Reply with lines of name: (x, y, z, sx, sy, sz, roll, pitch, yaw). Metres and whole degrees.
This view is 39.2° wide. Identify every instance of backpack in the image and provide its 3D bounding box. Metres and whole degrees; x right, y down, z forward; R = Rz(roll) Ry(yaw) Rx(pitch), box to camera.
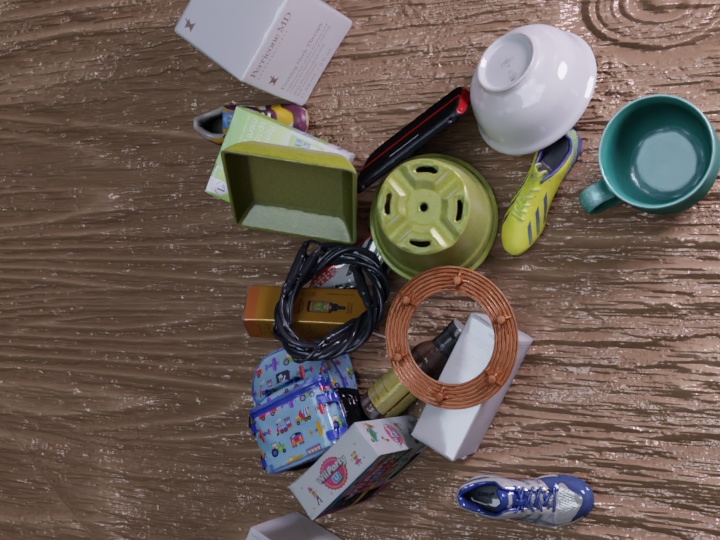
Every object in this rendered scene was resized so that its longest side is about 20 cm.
backpack: (-0.092, 0.203, 1.596, 0.181, 0.134, 0.203, -22, 75, 23)

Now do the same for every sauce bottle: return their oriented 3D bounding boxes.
sauce bottle: (0.087, 0.155, 1.547, 0.200, 0.065, 0.065, -43, 70, 17)

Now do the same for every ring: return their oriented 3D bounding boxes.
ring: (0.124, 0.095, 1.423, 0.198, 0.019, 0.204, 1, 94, 22)

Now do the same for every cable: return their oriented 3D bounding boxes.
cable: (-0.047, 0.055, 1.538, 0.161, 0.051, 0.202, 19, 71, 8)

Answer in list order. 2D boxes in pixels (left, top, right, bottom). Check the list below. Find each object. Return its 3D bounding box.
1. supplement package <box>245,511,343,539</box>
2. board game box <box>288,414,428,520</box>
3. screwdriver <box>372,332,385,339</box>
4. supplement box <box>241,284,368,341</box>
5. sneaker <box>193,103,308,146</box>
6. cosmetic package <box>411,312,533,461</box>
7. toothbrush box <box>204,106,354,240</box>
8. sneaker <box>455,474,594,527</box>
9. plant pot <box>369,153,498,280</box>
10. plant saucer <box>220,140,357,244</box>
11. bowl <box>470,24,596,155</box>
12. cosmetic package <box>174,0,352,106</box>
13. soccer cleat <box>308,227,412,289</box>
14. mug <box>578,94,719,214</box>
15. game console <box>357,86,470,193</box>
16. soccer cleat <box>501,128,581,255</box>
supplement package: (-0.111, 0.512, 1.575, 0.150, 0.150, 0.202, 25, 98, 25)
board game box: (0.004, 0.288, 1.504, 0.148, 0.199, 0.064, -46, 68, 17)
screwdriver: (-0.026, 0.081, 1.627, 0.198, 0.028, 0.029, 14, 121, 28)
supplement box: (-0.082, 0.068, 1.596, 0.197, 0.069, 0.067, 1, 59, 11)
sneaker: (-0.184, -0.241, 1.690, 0.197, 0.090, 0.076, -5, 85, 26)
cosmetic package: (0.165, 0.170, 1.482, 0.081, 0.113, 0.202, 31, 98, 23)
toothbrush box: (-0.128, -0.157, 1.623, 0.198, 0.086, 0.147, 24, 99, 1)
sneaker: (0.232, 0.333, 1.451, 0.197, 0.088, 0.077, -6, 82, 25)
plant pot: (0.098, -0.083, 1.460, 0.197, 0.184, 0.204, -1, 87, 9)
plant saucer: (-0.098, -0.123, 1.510, 0.197, 0.201, 0.048, 10, 60, 5)
bowl: (0.229, -0.276, 1.448, 0.199, 0.090, 0.204, -22, 54, 33)
cosmetic package: (-0.153, -0.392, 1.624, 0.166, 0.199, 0.168, 39, 104, 23)
soccer cleat: (0.000, 0.000, 1.599, 0.199, 0.068, 0.086, -37, 68, 15)
mug: (0.396, -0.153, 1.383, 0.183, 0.114, 0.155, 0, 88, 27)
game console: (0.081, -0.195, 1.515, 0.199, 0.177, 0.031, -36, 103, 20)
soccer cleat: (0.254, -0.118, 1.469, 0.064, 0.083, 0.202, 32, 101, 24)
